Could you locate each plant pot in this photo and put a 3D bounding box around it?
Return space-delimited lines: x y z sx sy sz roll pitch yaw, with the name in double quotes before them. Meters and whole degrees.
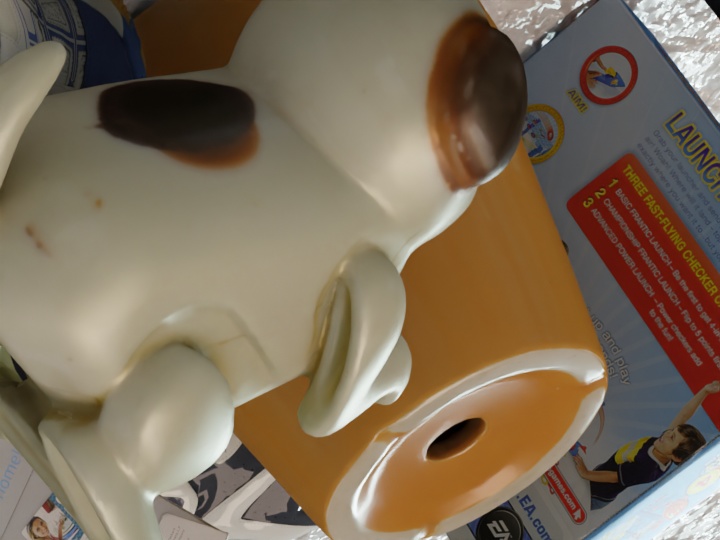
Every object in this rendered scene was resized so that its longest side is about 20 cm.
"plant pot" 0.000 0.000 0.888 0.199 0.184 0.201 -24 150 -15

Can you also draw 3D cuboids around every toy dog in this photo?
"toy dog" -0.043 -0.028 0.724 0.199 0.139 0.195 -34 130 -18

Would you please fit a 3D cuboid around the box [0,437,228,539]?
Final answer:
"box" -0.162 0.125 0.855 0.200 0.041 0.157 35 70 -33

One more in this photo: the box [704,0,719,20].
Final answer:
"box" 0.272 -0.121 0.955 0.181 0.201 0.104 -21 148 -21

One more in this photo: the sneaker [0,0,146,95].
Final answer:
"sneaker" -0.129 -0.074 0.727 0.075 0.089 0.200 -8 151 17

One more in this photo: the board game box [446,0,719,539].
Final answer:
"board game box" 0.094 0.016 0.991 0.195 0.201 0.056 -38 152 12

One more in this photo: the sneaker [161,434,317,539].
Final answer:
"sneaker" -0.061 0.125 1.115 0.129 0.080 0.200 -17 139 -10

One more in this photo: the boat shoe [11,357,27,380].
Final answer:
"boat shoe" -0.202 0.053 0.902 0.200 0.084 0.069 -39 148 -24
